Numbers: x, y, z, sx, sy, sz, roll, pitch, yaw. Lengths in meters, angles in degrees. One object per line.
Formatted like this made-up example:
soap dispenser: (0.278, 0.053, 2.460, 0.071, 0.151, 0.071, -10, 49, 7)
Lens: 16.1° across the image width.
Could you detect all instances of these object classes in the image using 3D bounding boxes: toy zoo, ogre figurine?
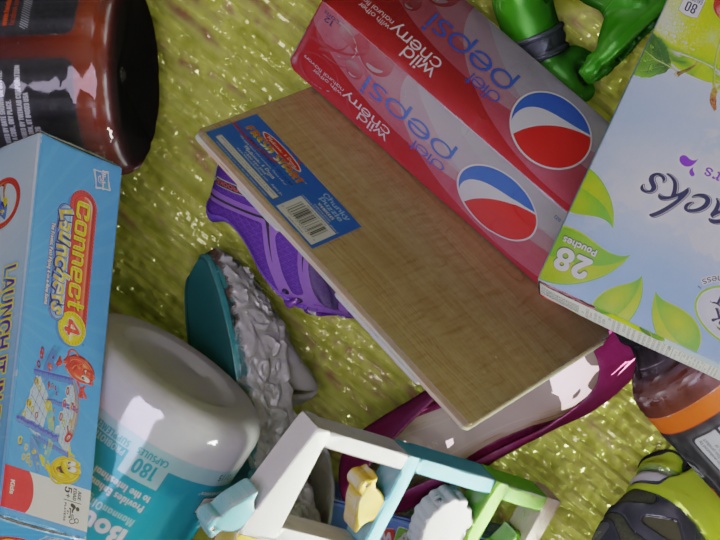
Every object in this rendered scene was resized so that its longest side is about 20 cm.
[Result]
toy zoo: (-0.003, 0.147, 1.318, 0.200, 0.020, 0.132, 18, 106, -36)
ogre figurine: (0.117, -0.179, 1.290, 0.120, 0.200, 0.098, 46, 61, 9)

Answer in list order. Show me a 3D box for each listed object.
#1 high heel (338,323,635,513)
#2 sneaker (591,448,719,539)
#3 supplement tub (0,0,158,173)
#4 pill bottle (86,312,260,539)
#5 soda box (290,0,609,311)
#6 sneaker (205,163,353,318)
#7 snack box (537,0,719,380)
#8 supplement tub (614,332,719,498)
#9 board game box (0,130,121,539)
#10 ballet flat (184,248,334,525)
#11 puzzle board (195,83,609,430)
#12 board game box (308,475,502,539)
high heel: (0.077, 0.066, 1.346, 0.199, 0.096, 0.068, -25, 96, 14)
sneaker: (0.191, 0.196, 1.352, 0.081, 0.074, 0.200, -38, 87, -25)
supplement tub: (-0.214, -0.102, 1.352, 0.199, 0.107, 0.107, 0, 101, 10)
pill bottle: (-0.146, 0.130, 1.321, 0.111, 0.111, 0.200, 34, 102, 2)
soda box: (0.062, -0.076, 1.315, 0.200, 0.063, 0.070, 40, 148, 4)
sneaker: (0.000, 0.000, 1.358, 0.200, 0.081, 0.084, 41, 121, 21)
snack box: (0.208, -0.024, 1.223, 0.199, 0.068, 0.169, 26, 86, 9)
supplement tub: (0.213, 0.070, 1.308, 0.107, 0.107, 0.200, -40, 98, 15)
board game box: (-0.213, 0.051, 1.300, 0.195, 0.056, 0.201, -16, 62, 42)
ballet flat: (-0.051, 0.087, 1.379, 0.071, 0.072, 0.201, -13, 72, 13)
puzzle board: (0.022, -0.013, 1.295, 0.200, 0.151, 0.017, 47, 125, 12)
board game box: (-0.005, 0.223, 1.424, 0.151, 0.037, 0.201, 14, 104, 7)
